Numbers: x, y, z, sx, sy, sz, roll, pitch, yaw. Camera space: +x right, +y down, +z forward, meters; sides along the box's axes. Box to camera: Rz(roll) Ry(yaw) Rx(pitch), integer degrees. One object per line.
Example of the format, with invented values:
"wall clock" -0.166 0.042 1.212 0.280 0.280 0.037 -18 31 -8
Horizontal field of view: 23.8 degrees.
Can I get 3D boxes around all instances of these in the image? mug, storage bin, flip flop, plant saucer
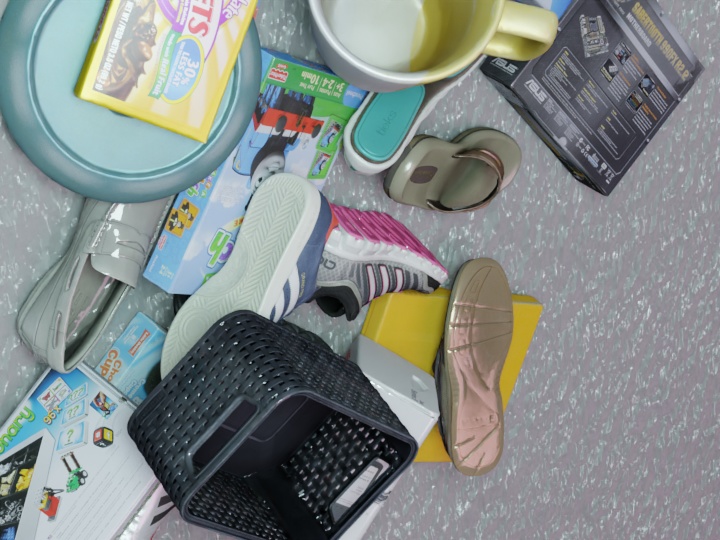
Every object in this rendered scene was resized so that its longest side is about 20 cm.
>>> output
"mug" 0.037 -0.192 1.316 0.186 0.153 0.150 44 80 -2
"storage bin" -0.065 0.129 1.310 0.135 0.094 0.200 -46 144 9
"flip flop" 0.090 -0.082 1.497 0.200 0.057 0.082 -4 120 -60
"plant saucer" -0.165 -0.146 1.241 0.198 0.027 0.202 -4 103 -16

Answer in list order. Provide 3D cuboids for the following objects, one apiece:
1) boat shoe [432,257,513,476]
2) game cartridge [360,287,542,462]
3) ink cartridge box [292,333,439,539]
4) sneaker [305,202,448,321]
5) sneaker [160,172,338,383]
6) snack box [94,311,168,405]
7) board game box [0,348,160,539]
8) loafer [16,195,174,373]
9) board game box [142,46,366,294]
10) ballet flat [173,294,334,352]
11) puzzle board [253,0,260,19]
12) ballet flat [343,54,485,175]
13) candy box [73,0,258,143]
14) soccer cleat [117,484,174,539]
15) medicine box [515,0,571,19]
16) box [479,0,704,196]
"boat shoe" 0.098 0.086 1.580 0.071 0.065 0.202 -4 98 -25
"game cartridge" 0.070 0.100 1.630 0.199 0.032 0.178 6 110 -38
"ink cartridge box" -0.019 0.171 1.496 0.084 0.146 0.201 31 99 -6
"sneaker" 0.000 0.000 1.478 0.088 0.074 0.199 -54 150 15
"sneaker" -0.080 0.024 1.350 0.201 0.075 0.084 -56 149 0
"snack box" -0.201 0.144 1.427 0.201 0.037 0.116 -53 135 -2
"board game box" -0.246 0.179 1.352 0.200 0.126 0.035 -52 170 -2
"loafer" -0.190 -0.012 1.316 0.070 0.070 0.201 22 102 -49
"board game box" -0.082 -0.074 1.370 0.151 0.036 0.201 5 113 -61
"ballet flat" -0.084 0.052 1.462 0.066 0.057 0.200 -30 146 22
"puzzle board" -0.145 -0.178 1.300 0.150 0.017 0.202 2 114 -40
"ballet flat" 0.045 -0.159 1.430 0.201 0.069 0.070 -54 137 -20
"candy box" -0.123 -0.201 1.213 0.102 0.026 0.202 18 97 -23
"soccer cleat" -0.184 0.185 1.396 0.200 0.068 0.085 -44 126 -15
"medicine box" 0.129 -0.337 1.370 0.200 0.103 0.183 33 92 -44
"box" 0.216 -0.185 1.568 0.159 0.048 0.200 -53 135 -3
